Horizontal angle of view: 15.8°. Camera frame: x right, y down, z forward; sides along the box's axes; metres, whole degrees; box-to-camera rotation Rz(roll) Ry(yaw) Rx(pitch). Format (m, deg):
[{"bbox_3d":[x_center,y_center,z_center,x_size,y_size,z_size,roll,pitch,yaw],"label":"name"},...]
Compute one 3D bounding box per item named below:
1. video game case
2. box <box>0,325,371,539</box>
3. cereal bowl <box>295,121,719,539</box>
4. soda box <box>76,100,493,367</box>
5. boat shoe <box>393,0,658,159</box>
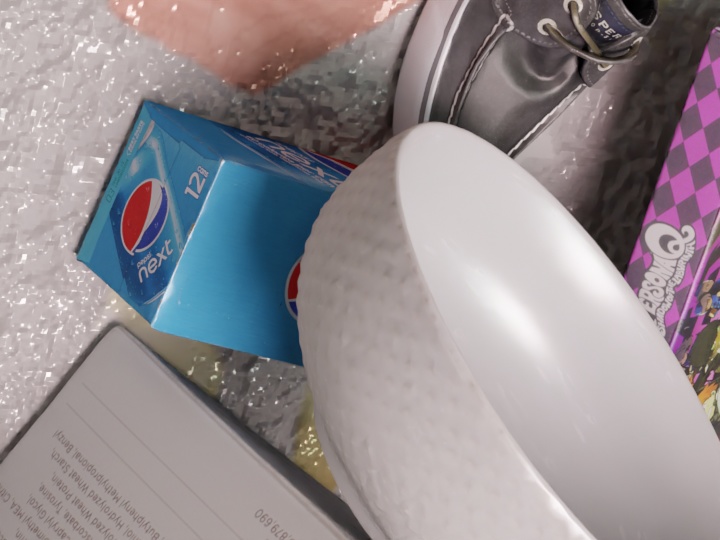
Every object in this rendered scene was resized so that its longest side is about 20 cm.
[{"bbox_3d":[0.165,-0.003,1.061,0.181,0.036,0.201,-7,120,-54],"label":"video game case"},{"bbox_3d":[-0.028,0.154,0.953,0.131,0.200,0.199,-50,131,-2],"label":"box"},{"bbox_3d":[0.045,0.054,0.880,0.083,0.200,0.200,-36,134,21],"label":"cereal bowl"},{"bbox_3d":[0.000,0.000,0.974,0.200,0.064,0.068,15,104,-38],"label":"soda box"},{"bbox_3d":[0.087,-0.109,0.970,0.070,0.066,0.200,33,94,-40],"label":"boat shoe"}]
